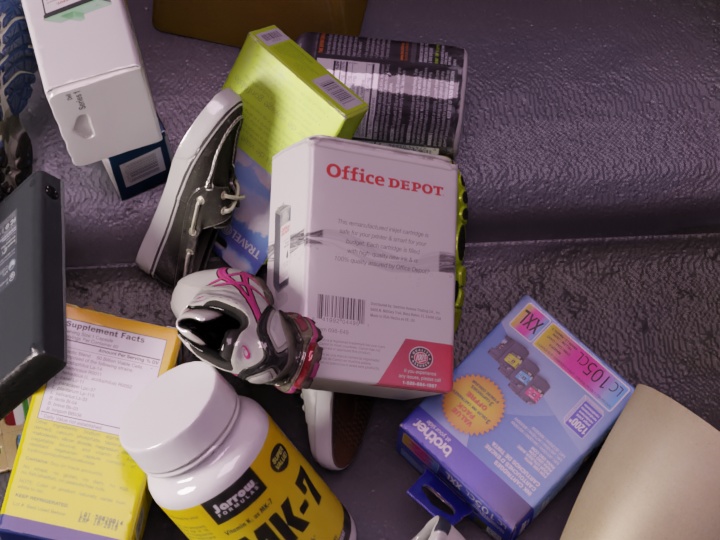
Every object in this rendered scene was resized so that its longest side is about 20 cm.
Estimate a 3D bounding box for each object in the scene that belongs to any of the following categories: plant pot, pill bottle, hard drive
[{"bbox_3d":[-0.082,-0.335,1.668,0.199,0.177,0.201,12,67,3],"label":"plant pot"},{"bbox_3d":[-0.005,-0.163,1.638,0.199,0.106,0.107,6,68,1],"label":"pill bottle"},{"bbox_3d":[0.242,0.229,1.460,0.187,0.187,0.200,38,85,13],"label":"plant pot"},{"bbox_3d":[-0.303,0.030,1.515,0.033,0.139,0.201,28,38,-36],"label":"hard drive"},{"bbox_3d":[-0.100,0.175,1.439,0.114,0.200,0.114,-27,31,18],"label":"pill bottle"}]

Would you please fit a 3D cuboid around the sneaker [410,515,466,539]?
[{"bbox_3d":[0.004,0.272,1.461,0.200,0.073,0.071,-35,98,-2],"label":"sneaker"}]

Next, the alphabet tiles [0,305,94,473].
[{"bbox_3d":[-0.325,0.099,1.576,0.199,0.006,0.167,-13,68,-7],"label":"alphabet tiles"}]

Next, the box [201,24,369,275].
[{"bbox_3d":[-0.087,-0.102,1.589,0.122,0.200,0.048,41,34,15],"label":"box"}]

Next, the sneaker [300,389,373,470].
[{"bbox_3d":[-0.038,0.078,1.571,0.084,0.073,0.201,-7,71,29],"label":"sneaker"}]

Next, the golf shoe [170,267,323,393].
[{"bbox_3d":[-0.111,0.036,1.424,0.092,0.200,0.073,17,94,-33],"label":"golf shoe"}]

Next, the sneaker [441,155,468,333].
[{"bbox_3d":[0.048,-0.005,1.604,0.083,0.074,0.201,-2,69,26],"label":"sneaker"}]

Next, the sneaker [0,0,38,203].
[{"bbox_3d":[-0.345,-0.156,1.595,0.085,0.201,0.077,20,27,21],"label":"sneaker"}]

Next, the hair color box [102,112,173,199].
[{"bbox_3d":[-0.239,-0.176,1.639,0.060,0.100,0.200,-25,71,-10],"label":"hair color box"}]

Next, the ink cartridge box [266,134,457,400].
[{"bbox_3d":[0.000,0.000,1.489,0.145,0.085,0.201,9,78,-27],"label":"ink cartridge box"}]

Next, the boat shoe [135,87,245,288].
[{"bbox_3d":[-0.134,-0.067,1.564,0.064,0.200,0.071,32,34,10],"label":"boat shoe"}]

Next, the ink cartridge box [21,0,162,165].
[{"bbox_3d":[-0.239,-0.213,1.521,0.084,0.145,0.201,-16,69,-4],"label":"ink cartridge box"}]

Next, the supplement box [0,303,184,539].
[{"bbox_3d":[-0.223,0.145,1.499,0.108,0.110,0.201,13,70,0],"label":"supplement box"}]

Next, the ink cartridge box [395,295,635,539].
[{"bbox_3d":[0.123,0.141,1.535,0.136,0.076,0.200,41,74,14],"label":"ink cartridge box"}]
